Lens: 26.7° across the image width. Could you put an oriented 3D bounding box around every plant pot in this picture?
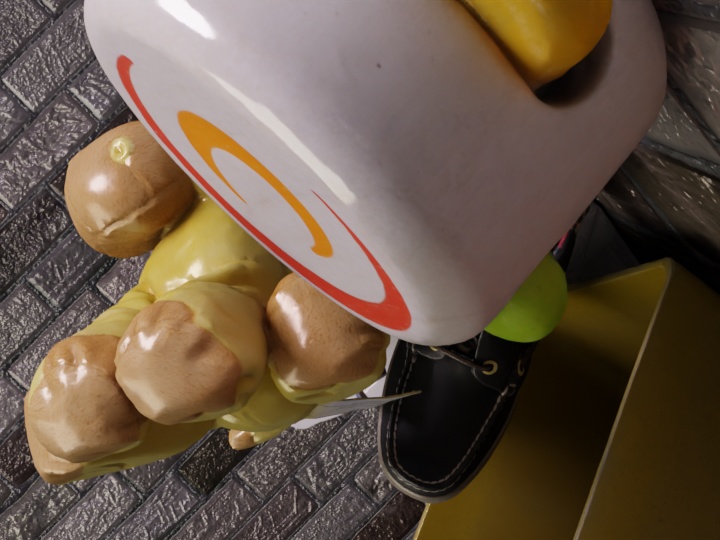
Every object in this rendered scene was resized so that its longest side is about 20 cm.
[{"bbox_3d":[0.154,0.134,0.798,0.176,0.201,0.200,27,164,-13],"label":"plant pot"}]

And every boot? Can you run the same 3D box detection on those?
[{"bbox_3d":[0.061,0.012,0.747,0.073,0.201,0.151,26,169,9],"label":"boot"}]

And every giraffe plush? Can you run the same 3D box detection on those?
[{"bbox_3d":[-0.068,-0.009,0.682,0.199,0.172,0.163,-2,-108,-51],"label":"giraffe plush"}]

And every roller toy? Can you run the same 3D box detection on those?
[{"bbox_3d":[0.008,-0.080,0.531,0.182,0.140,0.200,36,168,27],"label":"roller toy"}]

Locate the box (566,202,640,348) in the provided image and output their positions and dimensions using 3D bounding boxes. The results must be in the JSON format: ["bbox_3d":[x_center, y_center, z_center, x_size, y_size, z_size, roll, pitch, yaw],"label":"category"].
[{"bbox_3d":[0.096,-0.030,0.963,0.117,0.060,0.200,47,178,-39],"label":"box"}]

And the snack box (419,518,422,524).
[{"bbox_3d":[0.132,0.158,1.001,0.142,0.053,0.200,42,141,13],"label":"snack box"}]

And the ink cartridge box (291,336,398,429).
[{"bbox_3d":[0.000,0.000,1.109,0.084,0.145,0.201,48,-146,-27],"label":"ink cartridge box"}]

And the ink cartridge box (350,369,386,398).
[{"bbox_3d":[-0.046,-0.031,0.843,0.200,0.040,0.201,11,121,70],"label":"ink cartridge box"}]
